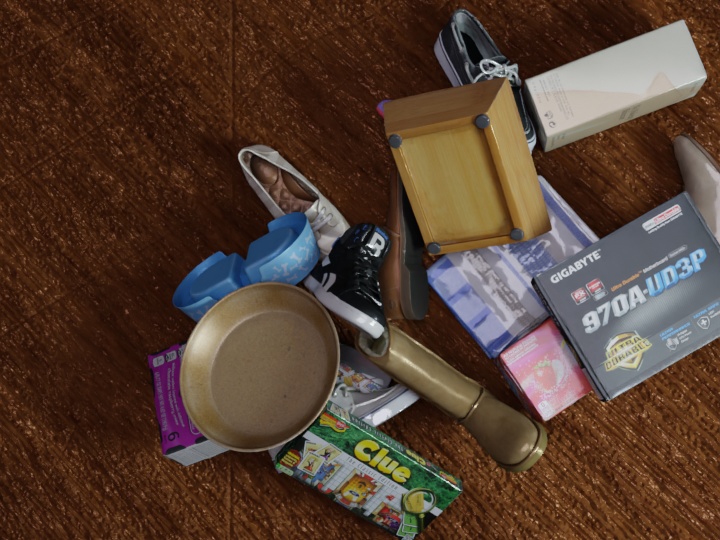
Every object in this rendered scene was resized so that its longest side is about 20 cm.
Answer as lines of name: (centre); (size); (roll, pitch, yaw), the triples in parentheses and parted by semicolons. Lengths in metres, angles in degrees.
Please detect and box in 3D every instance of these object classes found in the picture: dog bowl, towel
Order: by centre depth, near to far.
dog bowl: (-0.136, 0.004, 1.357); (0.199, 0.112, 0.050); (-29, 115, 16)
towel: (0.193, -0.005, 1.364); (0.200, 0.024, 0.147); (-40, 80, 2)

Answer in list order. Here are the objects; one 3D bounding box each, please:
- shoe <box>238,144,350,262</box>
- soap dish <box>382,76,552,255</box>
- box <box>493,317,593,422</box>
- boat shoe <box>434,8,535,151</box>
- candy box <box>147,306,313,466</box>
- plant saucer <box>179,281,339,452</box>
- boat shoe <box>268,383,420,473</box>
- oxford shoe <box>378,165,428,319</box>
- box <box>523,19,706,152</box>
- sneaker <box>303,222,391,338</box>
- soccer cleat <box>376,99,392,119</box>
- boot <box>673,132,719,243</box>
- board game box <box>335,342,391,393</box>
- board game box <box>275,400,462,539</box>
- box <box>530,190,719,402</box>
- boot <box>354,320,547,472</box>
shoe: (-0.083, -0.082, 1.392); (0.070, 0.053, 0.200); (-45, 81, 2)
soap dish: (0.122, -0.114, 1.295); (0.157, 0.081, 0.201); (-8, 118, 27)
box: (0.264, 0.085, 1.300); (0.200, 0.100, 0.096); (-34, 82, -2)
boat shoe: (0.159, -0.232, 1.343); (0.073, 0.068, 0.200); (-10, 61, -26)
candy box: (-0.149, 0.136, 1.334); (0.199, 0.061, 0.137); (-22, 62, 12)
plant saucer: (-0.111, 0.112, 1.273); (0.199, 0.035, 0.201); (-8, 67, 18)
boat shoe: (-0.026, 0.171, 1.335); (0.199, 0.071, 0.070); (-28, 85, 11)
oxford shoe: (0.041, -0.039, 1.368); (0.071, 0.071, 0.201); (-4, 78, 31)
box: (0.303, -0.221, 1.336); (0.199, 0.095, 0.078); (-20, 82, 6)
sneaker: (0.000, 0.000, 1.279); (0.073, 0.200, 0.112); (36, 90, -24)
soccer cleat: (0.114, -0.165, 1.366); (0.200, 0.067, 0.077); (33, 101, 5)
boot: (0.388, -0.044, 1.320); (0.146, 0.070, 0.200); (-36, 81, 5)
board game box: (-0.064, 0.130, 1.385); (0.199, 0.023, 0.105); (20, 90, 8)
board game box: (0.010, 0.238, 1.298); (0.200, 0.023, 0.105); (33, 111, -17)
box: (0.314, 0.030, 1.232); (0.199, 0.046, 0.159); (-29, 81, -2)
boot: (0.097, 0.139, 1.254); (0.200, 0.175, 0.066); (37, 86, -23)
